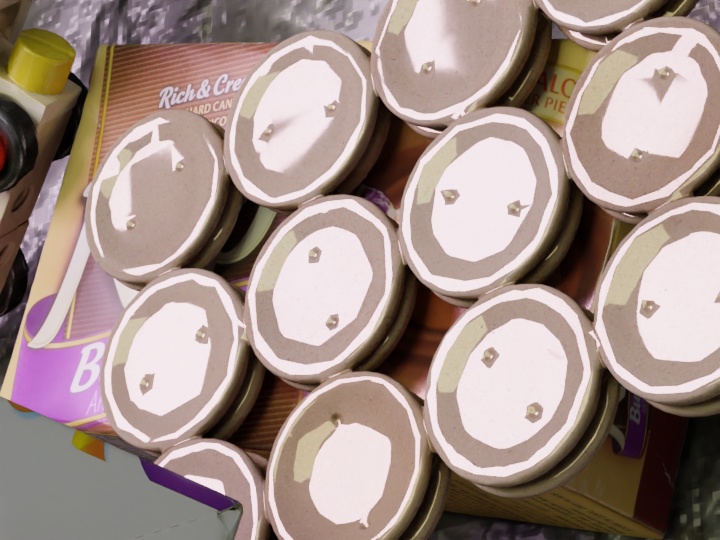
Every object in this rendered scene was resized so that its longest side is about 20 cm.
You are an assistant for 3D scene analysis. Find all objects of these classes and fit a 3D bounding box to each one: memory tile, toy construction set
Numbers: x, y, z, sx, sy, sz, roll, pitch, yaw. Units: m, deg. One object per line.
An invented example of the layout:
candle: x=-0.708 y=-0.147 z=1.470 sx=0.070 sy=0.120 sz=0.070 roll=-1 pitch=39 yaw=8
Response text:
memory tile: x=0.013 y=-0.004 z=0.704 sx=0.200 sy=0.017 sz=0.153 roll=-27 pitch=56 yaw=28
toy construction set: x=-0.147 y=-0.051 z=0.848 sx=0.131 sy=0.092 sz=0.200 roll=33 pitch=135 yaw=12

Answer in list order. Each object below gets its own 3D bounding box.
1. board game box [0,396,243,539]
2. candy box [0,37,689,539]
board game box: x=-0.118 y=0.126 z=0.694 sx=0.200 sy=0.105 sz=0.103 roll=121 pitch=171 yaw=-47
candy box: x=0.000 y=0.000 z=0.761 sx=0.200 sy=0.056 sz=0.117 roll=4 pitch=74 yaw=40
